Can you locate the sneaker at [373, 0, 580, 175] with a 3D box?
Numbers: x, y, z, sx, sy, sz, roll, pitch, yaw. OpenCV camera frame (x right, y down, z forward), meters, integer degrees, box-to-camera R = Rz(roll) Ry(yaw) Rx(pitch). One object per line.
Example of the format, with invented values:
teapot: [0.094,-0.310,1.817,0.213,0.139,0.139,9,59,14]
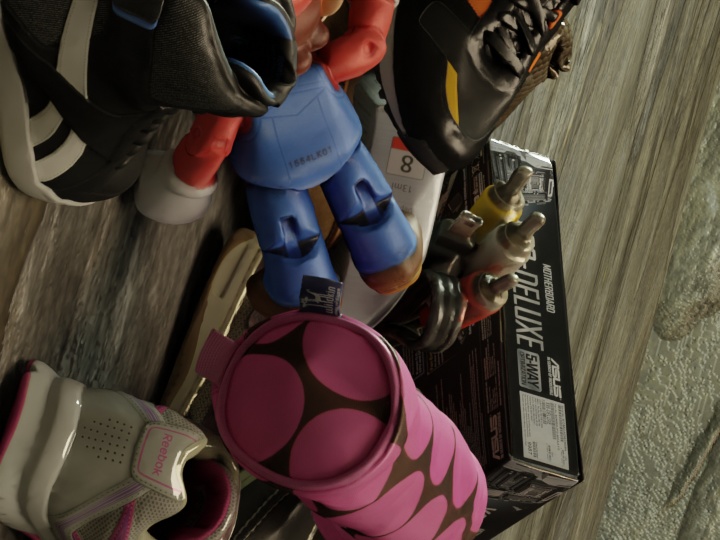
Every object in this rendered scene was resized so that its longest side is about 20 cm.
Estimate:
sneaker: [0.071,-0.135,1.349,0.070,0.090,0.200,47,46,-35]

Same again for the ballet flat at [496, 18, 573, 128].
ballet flat: [0.056,-0.087,1.584,0.200,0.046,0.067,-44,-134,51]

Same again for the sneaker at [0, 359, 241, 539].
sneaker: [-0.094,0.105,1.250,0.200,0.088,0.081,68,38,-71]

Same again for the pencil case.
pencil case: [-0.005,0.076,1.292,0.200,0.094,0.091,57,50,-67]

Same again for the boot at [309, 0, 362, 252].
boot: [-0.043,-0.068,1.403,0.075,0.074,0.200,-33,151,-28]

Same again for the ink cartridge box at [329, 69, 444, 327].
ink cartridge box: [0.000,0.000,1.530,0.162,0.050,0.200,-122,-141,-75]

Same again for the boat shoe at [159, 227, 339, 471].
boat shoe: [-0.063,0.080,1.417,0.072,0.065,0.200,71,36,-74]

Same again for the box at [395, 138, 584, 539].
box: [0.048,0.052,1.601,0.158,0.050,0.200,-39,-136,44]

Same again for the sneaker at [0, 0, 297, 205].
sneaker: [-0.075,-0.067,1.086,0.200,0.112,0.073,76,31,-66]

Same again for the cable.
cable: [0.032,0.027,1.519,0.200,0.050,0.097,130,-22,-52]

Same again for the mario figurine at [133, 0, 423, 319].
mario figurine: [-0.037,-0.083,1.271,0.123,0.106,0.200,-45,128,-42]

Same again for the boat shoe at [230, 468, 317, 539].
boat shoe: [-0.072,0.174,1.353,0.201,0.066,0.072,-50,139,-24]

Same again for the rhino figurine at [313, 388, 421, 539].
rhino figurine: [-0.015,0.120,1.541,0.200,0.060,0.087,-42,-159,45]
